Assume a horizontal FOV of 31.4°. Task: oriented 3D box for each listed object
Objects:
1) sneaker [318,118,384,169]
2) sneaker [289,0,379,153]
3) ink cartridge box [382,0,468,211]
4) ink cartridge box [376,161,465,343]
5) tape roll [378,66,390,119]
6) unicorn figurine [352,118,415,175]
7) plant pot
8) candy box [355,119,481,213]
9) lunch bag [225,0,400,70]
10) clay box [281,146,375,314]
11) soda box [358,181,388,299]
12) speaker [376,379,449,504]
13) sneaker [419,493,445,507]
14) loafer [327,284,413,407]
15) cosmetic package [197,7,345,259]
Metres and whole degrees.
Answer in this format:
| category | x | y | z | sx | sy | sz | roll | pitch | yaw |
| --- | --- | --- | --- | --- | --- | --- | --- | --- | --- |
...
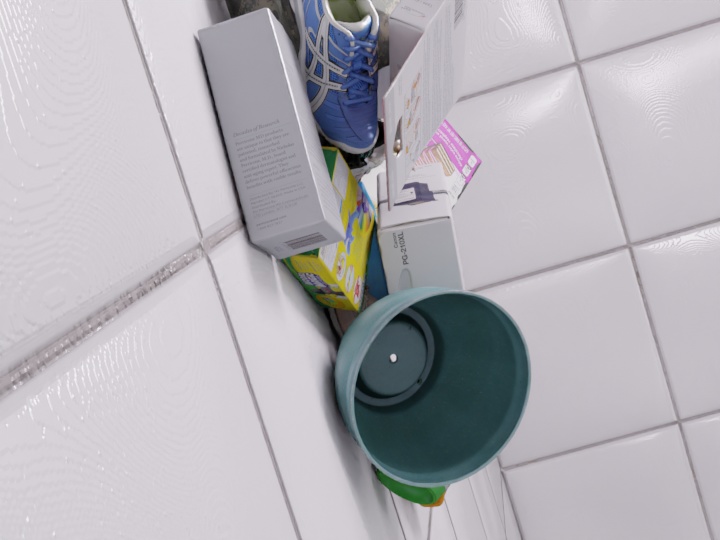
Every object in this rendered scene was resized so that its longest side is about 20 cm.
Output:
| category | x | y | z | sx | sy | sz | roll | pitch | yaw |
| --- | --- | --- | --- | --- | --- | --- | --- | --- | --- |
| sneaker | -0.030 | -0.140 | 1.341 | 0.200 | 0.079 | 0.075 | -44 | 152 | -60 |
| sneaker | -0.020 | -0.206 | 1.218 | 0.077 | 0.076 | 0.200 | 20 | -52 | 60 |
| ink cartridge box | 0.050 | -0.183 | 1.273 | 0.176 | 0.045 | 0.200 | -58 | 163 | -24 |
| ink cartridge box | 0.070 | -0.022 | 1.458 | 0.200 | 0.084 | 0.145 | -88 | 167 | -68 |
| tape roll | -0.013 | -0.240 | 1.571 | 0.200 | 0.066 | 0.200 | 43 | -7 | 6 |
| unicorn figurine | -0.006 | -0.140 | 1.493 | 0.200 | 0.137 | 0.074 | -58 | 133 | -80 |
| plant pot | 0.055 | 0.103 | 1.312 | 0.134 | 0.200 | 0.200 | 27 | -40 | 63 |
| candy box | 0.060 | -0.117 | 1.680 | 0.136 | 0.061 | 0.200 | 46 | 58 | -22 |
| lunch bag | -0.050 | -0.290 | 1.311 | 0.118 | 0.164 | 0.200 | 8 | -59 | 54 |
| clay box | -0.029 | -0.035 | 1.301 | 0.200 | 0.048 | 0.115 | 59 | 39 | -68 |
| soda box | 0.000 | 0.000 | 1.522 | 0.068 | 0.064 | 0.200 | 60 | 16 | -62 |
| speaker | 0.093 | 0.159 | 1.438 | 0.200 | 0.088 | 0.088 | -60 | 147 | -28 |
| sneaker | 0.078 | 0.237 | 1.552 | 0.200 | 0.078 | 0.077 | 52 | 32 | -68 |
| loafer | 0.004 | 0.060 | 1.413 | 0.072 | 0.063 | 0.200 | 5 | 69 | -83 |
| cosmetic package | -0.079 | -0.119 | 1.149 | 0.101 | 0.071 | 0.200 | 43 | 32 | -77 |
